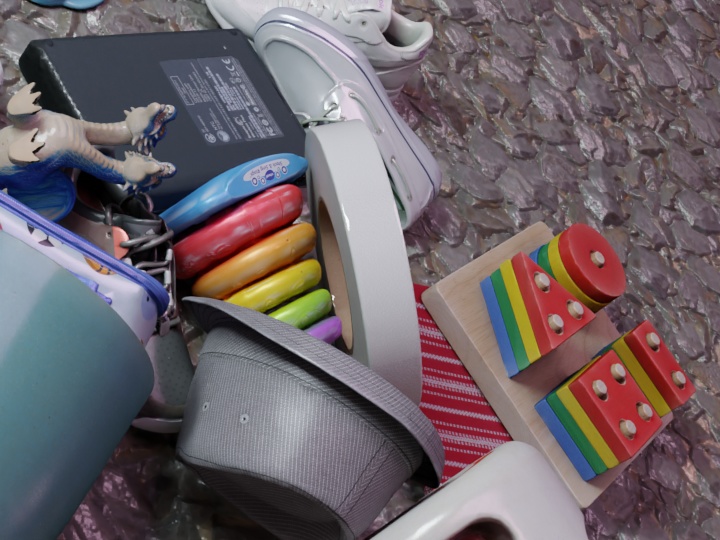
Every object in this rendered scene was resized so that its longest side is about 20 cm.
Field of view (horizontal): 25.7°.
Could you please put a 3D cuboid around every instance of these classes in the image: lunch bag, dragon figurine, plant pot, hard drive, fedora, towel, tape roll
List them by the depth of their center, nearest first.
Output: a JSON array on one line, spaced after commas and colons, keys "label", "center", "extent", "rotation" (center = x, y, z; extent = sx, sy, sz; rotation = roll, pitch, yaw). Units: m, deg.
[{"label": "plant pot", "center": [-0.225, 0.083, 0.782], "extent": [0.200, 0.200, 0.162], "rotation": [33, 60, -17]}, {"label": "lunch bag", "center": [-0.203, 0.004, 0.882], "extent": [0.199, 0.160, 0.076], "rotation": [30, 68, -13]}, {"label": "fedora", "center": [-0.046, 0.100, 0.933], "extent": [0.091, 0.199, 0.177], "rotation": [-56, 136, -18]}, {"label": "dragon figurine", "center": [-0.208, -0.061, 0.961], "extent": [0.099, 0.198, 0.059], "rotation": [40, 36, -61]}, {"label": "tape roll", "center": [0.000, 0.000, 1.061], "extent": [0.037, 0.203, 0.204], "rotation": [-11, 61, -8]}, {"label": "hard drive", "center": [-0.134, -0.112, 1.145], "extent": [0.199, 0.033, 0.140], "rotation": [-12, 65, -48]}, {"label": "towel", "center": [0.078, 0.099, 1.171], "extent": [0.144, 0.022, 0.202], "rotation": [13, 51, -43]}]

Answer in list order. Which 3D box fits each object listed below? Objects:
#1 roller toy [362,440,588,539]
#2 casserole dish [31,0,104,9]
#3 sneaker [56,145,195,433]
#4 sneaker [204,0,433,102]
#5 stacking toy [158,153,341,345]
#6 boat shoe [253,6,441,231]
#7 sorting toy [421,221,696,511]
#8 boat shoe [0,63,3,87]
[{"label": "roller toy", "center": [0.062, 0.206, 0.944], "extent": [0.199, 0.182, 0.140], "rotation": [-26, 78, -49]}, {"label": "casserole dish", "center": [-0.254, -0.283, 1.178], "extent": [0.200, 0.039, 0.121], "rotation": [49, 38, 3]}, {"label": "sneaker", "center": [-0.150, 0.005, 0.996], "extent": [0.077, 0.082, 0.201], "rotation": [-14, 70, -47]}, {"label": "sneaker", "center": [-0.032, -0.209, 1.271], "extent": [0.199, 0.100, 0.075], "rotation": [20, 48, -28]}, {"label": "stacking toy", "center": [-0.056, 0.032, 1.063], "extent": [0.116, 0.109, 0.201], "rotation": [-26, 89, -49]}, {"label": "boat shoe", "center": [-0.012, -0.116, 1.224], "extent": [0.200, 0.073, 0.067], "rotation": [44, 41, -13]}, {"label": "sorting toy", "center": [0.169, 0.058, 1.232], "extent": [0.200, 0.069, 0.200], "rotation": [56, 35, 4]}, {"label": "boat shoe", "center": [-0.315, -0.176, 1.006], "extent": [0.200, 0.071, 0.064], "rotation": [45, 38, -5]}]
